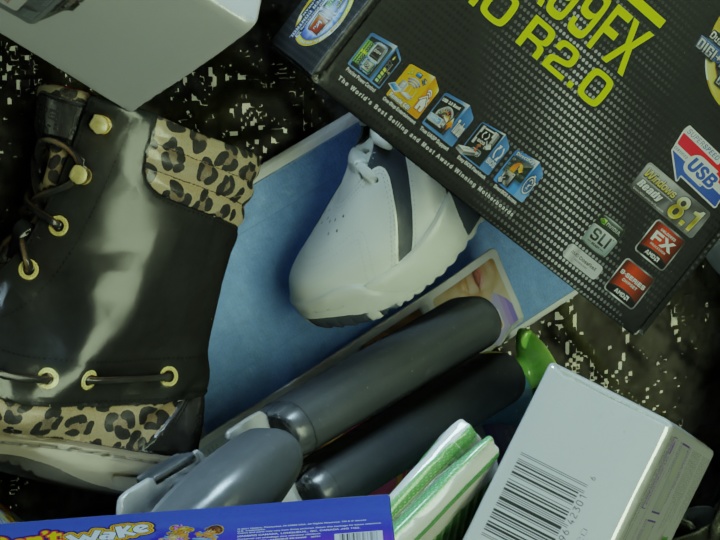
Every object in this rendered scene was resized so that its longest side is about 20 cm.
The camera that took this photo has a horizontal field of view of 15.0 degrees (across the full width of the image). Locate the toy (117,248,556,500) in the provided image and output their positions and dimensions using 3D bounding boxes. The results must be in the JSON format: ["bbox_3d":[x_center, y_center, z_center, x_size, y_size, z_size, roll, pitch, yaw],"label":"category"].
[{"bbox_3d":[0.007,0.091,1.164,0.200,0.047,0.115,-35,120,-20],"label":"toy"}]

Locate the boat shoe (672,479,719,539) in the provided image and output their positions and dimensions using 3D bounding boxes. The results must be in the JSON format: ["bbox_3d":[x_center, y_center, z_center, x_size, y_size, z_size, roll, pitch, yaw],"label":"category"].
[{"bbox_3d":[0.172,0.133,1.269,0.064,0.071,0.200,21,96,2],"label":"boat shoe"}]

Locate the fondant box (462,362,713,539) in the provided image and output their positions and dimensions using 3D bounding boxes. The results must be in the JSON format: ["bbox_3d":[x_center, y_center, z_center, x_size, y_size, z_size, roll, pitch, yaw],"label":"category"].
[{"bbox_3d":[0.085,0.122,1.140,0.058,0.200,0.144,26,89,15],"label":"fondant box"}]

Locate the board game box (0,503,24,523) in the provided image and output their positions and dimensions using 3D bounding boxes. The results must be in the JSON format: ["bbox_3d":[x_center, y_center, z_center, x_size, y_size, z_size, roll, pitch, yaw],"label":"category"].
[{"bbox_3d":[-0.130,0.176,1.080,0.200,0.062,0.200,4,104,-25],"label":"board game box"}]

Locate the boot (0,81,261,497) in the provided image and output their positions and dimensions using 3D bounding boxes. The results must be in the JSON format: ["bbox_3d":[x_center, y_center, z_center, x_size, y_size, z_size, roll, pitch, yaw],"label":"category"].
[{"bbox_3d":[-0.136,0.001,1.063,0.200,0.073,0.151,18,88,-24],"label":"boot"}]

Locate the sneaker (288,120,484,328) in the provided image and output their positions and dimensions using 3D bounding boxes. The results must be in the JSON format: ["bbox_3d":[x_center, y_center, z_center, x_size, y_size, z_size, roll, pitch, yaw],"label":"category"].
[{"bbox_3d":[0.010,-0.081,1.107,0.130,0.080,0.199,39,102,-24],"label":"sneaker"}]

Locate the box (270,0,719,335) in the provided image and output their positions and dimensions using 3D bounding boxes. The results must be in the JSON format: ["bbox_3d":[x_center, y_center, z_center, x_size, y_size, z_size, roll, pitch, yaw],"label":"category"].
[{"bbox_3d":[0.087,-0.090,1.064,0.200,0.044,0.160,37,94,-33],"label":"box"}]

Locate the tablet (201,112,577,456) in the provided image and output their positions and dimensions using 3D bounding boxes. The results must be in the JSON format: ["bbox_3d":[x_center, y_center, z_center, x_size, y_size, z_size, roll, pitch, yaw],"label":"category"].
[{"bbox_3d":[0.000,0.000,1.177,0.200,0.014,0.130,-32,112,-21],"label":"tablet"}]

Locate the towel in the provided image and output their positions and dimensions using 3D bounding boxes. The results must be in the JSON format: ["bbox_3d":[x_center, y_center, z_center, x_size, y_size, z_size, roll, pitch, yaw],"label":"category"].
[{"bbox_3d":[0.003,0.149,1.122,0.023,0.200,0.153,40,74,18],"label":"towel"}]

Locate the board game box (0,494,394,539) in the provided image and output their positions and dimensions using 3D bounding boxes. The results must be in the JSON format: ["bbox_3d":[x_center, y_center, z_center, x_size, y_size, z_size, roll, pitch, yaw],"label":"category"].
[{"bbox_3d":[-0.083,0.158,0.991,0.200,0.045,0.135,-4,112,0],"label":"board game box"}]

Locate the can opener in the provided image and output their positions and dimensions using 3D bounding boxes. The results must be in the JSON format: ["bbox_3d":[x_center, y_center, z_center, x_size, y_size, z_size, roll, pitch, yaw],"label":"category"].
[{"bbox_3d":[-0.008,0.071,1.074,0.200,0.067,0.053,-30,102,-31],"label":"can opener"}]

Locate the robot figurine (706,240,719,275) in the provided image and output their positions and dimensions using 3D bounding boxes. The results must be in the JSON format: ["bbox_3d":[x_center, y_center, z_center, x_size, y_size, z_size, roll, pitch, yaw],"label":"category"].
[{"bbox_3d":[0.223,-0.034,1.224,0.200,0.113,0.170,8,90,-47],"label":"robot figurine"}]

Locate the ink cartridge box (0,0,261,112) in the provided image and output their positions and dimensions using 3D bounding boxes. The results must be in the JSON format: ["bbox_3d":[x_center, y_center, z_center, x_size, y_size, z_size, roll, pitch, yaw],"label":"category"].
[{"bbox_3d":[-0.127,-0.176,1.009,0.200,0.086,0.148,29,53,-28],"label":"ink cartridge box"}]
